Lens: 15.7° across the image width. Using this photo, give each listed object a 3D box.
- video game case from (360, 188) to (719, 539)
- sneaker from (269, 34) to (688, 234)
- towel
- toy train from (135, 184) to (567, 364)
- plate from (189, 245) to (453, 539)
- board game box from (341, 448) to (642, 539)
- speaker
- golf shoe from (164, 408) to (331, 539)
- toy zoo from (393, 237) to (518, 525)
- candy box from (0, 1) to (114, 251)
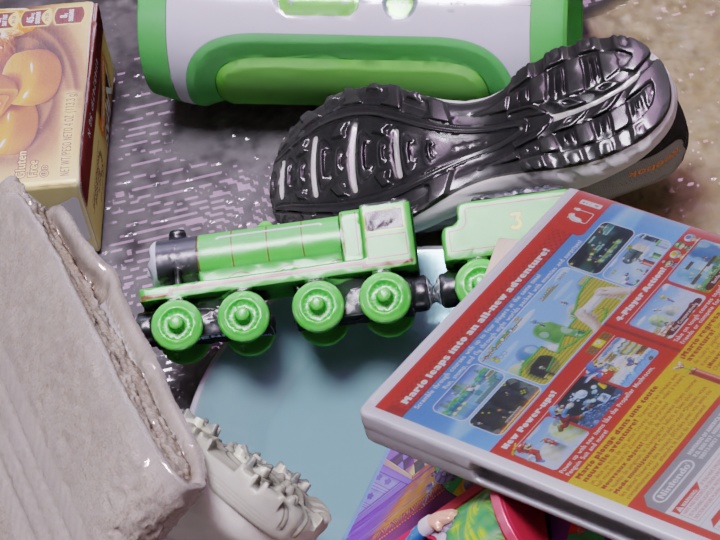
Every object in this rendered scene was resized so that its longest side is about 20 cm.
[{"bbox_3d":[0.119,0.042,0.944,0.200,0.017,0.143,20,51,35],"label":"video game case"},{"bbox_3d":[0.053,-0.045,1.168,0.199,0.079,0.074,-10,66,21],"label":"sneaker"},{"bbox_3d":[-0.133,0.065,1.024,0.133,0.034,0.200,-53,42,21],"label":"towel"},{"bbox_3d":[0.000,0.000,1.108,0.199,0.042,0.057,-7,76,2],"label":"toy train"},{"bbox_3d":[0.025,0.072,1.095,0.199,0.026,0.201,-4,50,5],"label":"plate"},{"bbox_3d":[0.019,0.119,0.955,0.158,0.039,0.200,6,63,53],"label":"board game box"},{"bbox_3d":[0.001,-0.116,1.215,0.199,0.089,0.089,2,50,10],"label":"speaker"},{"bbox_3d":[-0.088,0.101,1.035,0.200,0.078,0.097,12,71,56],"label":"golf shoe"},{"bbox_3d":[0.119,0.056,0.997,0.199,0.020,0.132,6,65,35],"label":"toy zoo"},{"bbox_3d":[-0.220,-0.061,1.225,0.199,0.055,0.116,-4,51,4],"label":"candy box"}]
